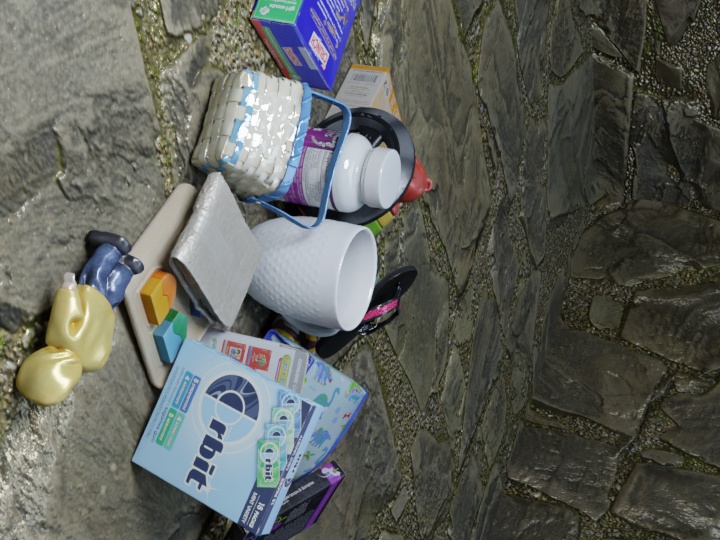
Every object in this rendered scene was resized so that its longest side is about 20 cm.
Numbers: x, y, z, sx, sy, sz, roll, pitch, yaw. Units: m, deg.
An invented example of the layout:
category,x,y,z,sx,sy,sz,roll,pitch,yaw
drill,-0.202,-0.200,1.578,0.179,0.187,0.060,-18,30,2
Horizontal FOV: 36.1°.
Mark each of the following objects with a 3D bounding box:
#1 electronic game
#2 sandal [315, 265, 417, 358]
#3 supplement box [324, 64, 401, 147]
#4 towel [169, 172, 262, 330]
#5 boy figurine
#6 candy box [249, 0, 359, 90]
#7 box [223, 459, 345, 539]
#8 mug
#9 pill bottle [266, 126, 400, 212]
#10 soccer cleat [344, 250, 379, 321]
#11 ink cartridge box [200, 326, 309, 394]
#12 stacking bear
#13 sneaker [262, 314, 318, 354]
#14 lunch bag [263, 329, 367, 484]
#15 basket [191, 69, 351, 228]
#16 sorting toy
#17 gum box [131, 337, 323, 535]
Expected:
category,x,y,z,sx,sy,sz,roll,pitch,yaw
electronic game,-0.012,-0.155,1.655,0.042,0.197,0.203,52,52,-59
sandal,0.018,0.072,1.686,0.200,0.045,0.075,-42,151,-8
supplement box,-0.005,-0.222,1.818,0.127,0.072,0.202,70,36,-51
towel,-0.184,-0.020,1.418,0.201,0.034,0.134,71,35,-57
boy figurine,-0.302,0.061,1.200,0.125,0.063,0.202,67,39,-55
candy box,-0.068,-0.389,1.578,0.169,0.076,0.203,56,47,-62
box,-0.123,0.374,1.664,0.198,0.036,0.144,-24,153,-42
mug,-0.079,0.016,1.596,0.202,0.172,0.148,81,29,-41
pill bottle,-0.047,-0.144,1.572,0.112,0.197,0.114,10,90,-69
soccer cleat,0.000,0.000,1.713,0.201,0.066,0.082,84,8,-54
ink cartridge box,-0.150,0.193,1.494,0.084,0.173,0.204,23,79,-68
stacking bear,0.013,-0.111,1.712,0.123,0.198,0.114,61,5,13
sneaker,-0.094,0.143,1.754,0.091,0.074,0.202,-58,151,-34
lunch bag,-0.111,0.215,1.625,0.170,0.127,0.202,35,84,-49
basket,-0.108,-0.168,1.444,0.198,0.138,0.179,23,76,-30
sorting toy,-0.230,0.022,1.402,0.202,0.036,0.186,78,30,-43
gum box,-0.167,0.204,1.379,0.172,0.198,0.044,-66,157,-1
